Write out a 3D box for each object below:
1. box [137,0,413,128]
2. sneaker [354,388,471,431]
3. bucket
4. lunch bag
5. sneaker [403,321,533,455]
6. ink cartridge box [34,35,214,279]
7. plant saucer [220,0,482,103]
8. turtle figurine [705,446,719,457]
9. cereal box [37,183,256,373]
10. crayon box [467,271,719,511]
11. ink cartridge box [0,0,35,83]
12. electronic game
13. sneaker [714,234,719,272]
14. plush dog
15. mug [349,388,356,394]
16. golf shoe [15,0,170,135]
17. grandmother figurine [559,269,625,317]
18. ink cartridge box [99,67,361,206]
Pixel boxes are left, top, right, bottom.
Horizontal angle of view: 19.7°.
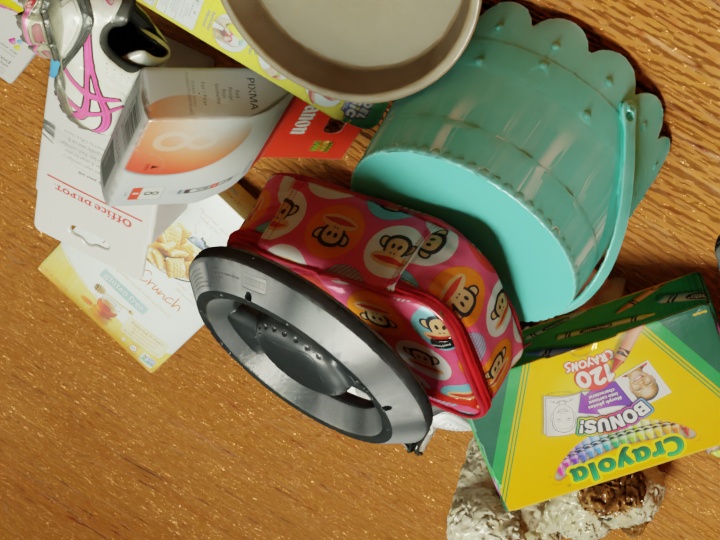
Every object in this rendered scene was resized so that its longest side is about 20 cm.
[{"bbox_3d":[-0.051,-0.193,1.449,0.200,0.048,0.118,33,129,8],"label":"box"},{"bbox_3d":[0.101,0.065,1.617,0.199,0.076,0.114,6,117,-12],"label":"sneaker"},{"bbox_3d":[0.101,-0.070,1.441,0.207,0.135,0.207,26,153,14],"label":"bucket"},{"bbox_3d":[0.014,0.024,1.461,0.199,0.082,0.176,20,154,30],"label":"lunch bag"},{"bbox_3d":[0.079,0.100,1.761,0.076,0.116,0.201,34,152,-3],"label":"sneaker"},{"bbox_3d":[-0.198,-0.104,1.705,0.116,0.067,0.200,26,132,12],"label":"ink cartridge box"},{"bbox_3d":[-0.008,-0.208,1.373,0.199,0.029,0.201,13,123,20],"label":"plant saucer"},{"bbox_3d":[0.251,0.111,1.654,0.161,0.065,0.200,-2,137,48],"label":"turtle figurine"},{"bbox_3d":[-0.174,-0.017,1.815,0.144,0.040,0.200,43,126,-6],"label":"cereal box"},{"bbox_3d":[0.182,0.092,1.559,0.199,0.058,0.119,-19,114,9],"label":"crayon box"},{"bbox_3d":[-0.278,-0.250,1.597,0.145,0.084,0.200,38,151,-10],"label":"ink cartridge box"},{"bbox_3d":[-0.035,0.053,1.420,0.200,0.042,0.200,32,160,13],"label":"electronic game"},{"bbox_3d":[0.317,-0.002,1.396,0.200,0.080,0.086,-9,121,45],"label":"sneaker"},{"bbox_3d":[0.181,0.182,1.803,0.171,0.161,0.200,6,173,18],"label":"plush dog"},{"bbox_3d":[-0.006,0.001,1.706,0.153,0.186,0.149,52,180,-18],"label":"mug"},{"bbox_3d":[-0.181,-0.150,1.523,0.092,0.073,0.200,14,161,18],"label":"golf shoe"},{"bbox_3d":[0.107,-0.024,1.594,0.200,0.061,0.121,32,129,-4],"label":"grandmother figurine"},{"bbox_3d":[-0.085,-0.098,1.566,0.199,0.050,0.162,1,158,-18],"label":"ink cartridge box"}]
